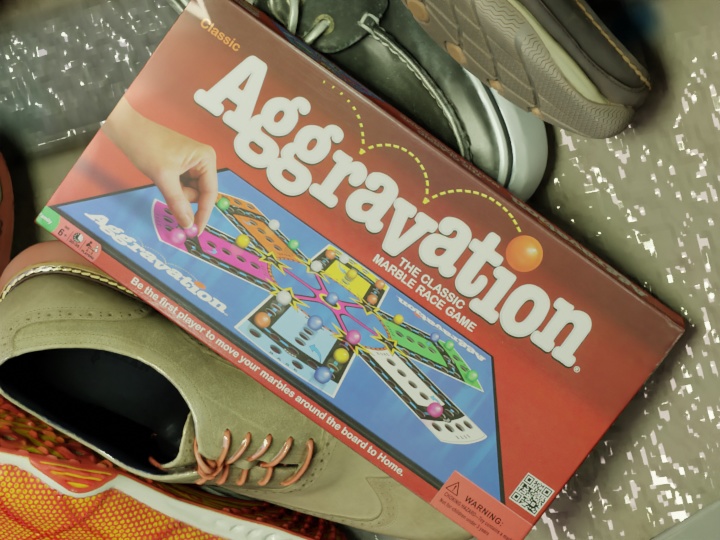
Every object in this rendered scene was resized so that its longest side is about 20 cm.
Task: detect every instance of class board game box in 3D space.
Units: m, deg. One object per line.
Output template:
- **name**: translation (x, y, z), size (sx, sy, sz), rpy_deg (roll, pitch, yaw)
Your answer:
- **board game box**: translation (0.000, 0.000, 0.951), size (0.200, 0.019, 0.103), rpy_deg (35, 102, -4)

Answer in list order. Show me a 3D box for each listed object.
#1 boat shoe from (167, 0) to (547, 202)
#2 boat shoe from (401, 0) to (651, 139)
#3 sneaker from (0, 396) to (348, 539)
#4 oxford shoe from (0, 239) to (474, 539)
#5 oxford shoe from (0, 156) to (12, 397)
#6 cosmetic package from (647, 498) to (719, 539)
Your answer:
- **boat shoe**: translation (-0.024, -0.085, 0.980), size (0.200, 0.071, 0.072), rpy_deg (42, 124, 17)
- **boat shoe**: translation (0.032, -0.130, 0.915), size (0.200, 0.073, 0.074), rpy_deg (47, 170, -11)
- **sneaker**: translation (-0.096, 0.100, 1.022), size (0.077, 0.200, 0.073), rpy_deg (-63, 20, 7)
- **oxford shoe**: translation (-0.042, 0.060, 0.991), size (0.200, 0.075, 0.071), rpy_deg (20, 119, -6)
- **oxford shoe**: translation (-0.181, 0.043, 1.115), size (0.075, 0.070, 0.200), rpy_deg (-3, 76, 63)
- **cosmetic package**: translation (0.072, 0.167, 0.984), size (0.200, 0.074, 0.102), rpy_deg (-34, 82, 40)
